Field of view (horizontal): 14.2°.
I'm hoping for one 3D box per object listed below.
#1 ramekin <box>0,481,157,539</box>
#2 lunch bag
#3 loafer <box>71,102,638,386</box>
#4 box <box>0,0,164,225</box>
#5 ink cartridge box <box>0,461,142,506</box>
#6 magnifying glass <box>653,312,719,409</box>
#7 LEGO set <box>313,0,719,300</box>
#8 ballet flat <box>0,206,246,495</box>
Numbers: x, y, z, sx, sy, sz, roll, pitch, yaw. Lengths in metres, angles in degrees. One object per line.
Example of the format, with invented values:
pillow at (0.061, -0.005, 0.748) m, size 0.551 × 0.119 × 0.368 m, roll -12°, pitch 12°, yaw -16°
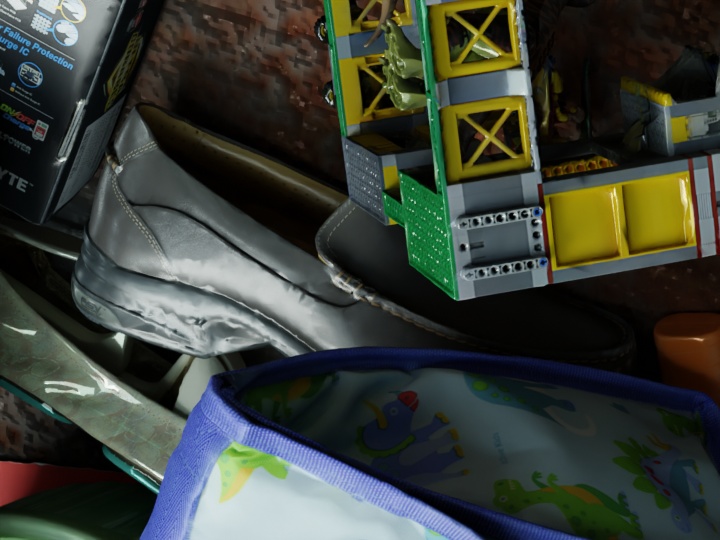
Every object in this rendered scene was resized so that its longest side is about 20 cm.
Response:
ramekin at (-0.101, 0.174, 1.062) m, size 0.199 × 0.098 × 0.202 m, roll 4°, pitch 102°, yaw 21°
lunch bag at (0.015, 0.119, 0.909) m, size 0.199 × 0.128 × 0.171 m, roll 12°, pitch 118°, yaw -23°
loafer at (0.000, 0.000, 0.975) m, size 0.198 × 0.073 × 0.073 m, roll 13°, pitch 113°, yaw 7°
box at (-0.161, -0.130, 0.986) m, size 0.199 × 0.046 × 0.160 m, roll 29°, pitch 125°, yaw 6°
ink cartridge box at (-0.082, 0.175, 1.122) m, size 0.160 × 0.050 × 0.201 m, roll 3°, pitch 120°, yaw 21°
magnifying glass at (0.131, 0.107, 1.011) m, size 0.079 × 0.022 × 0.201 m, roll -2°, pitch 118°, yaw 24°
LEGO set at (0.060, -0.071, 0.863) m, size 0.115 × 0.200 × 0.155 m, roll -9°, pitch 94°, yaw -11°
ballet flat at (-0.081, 0.037, 1.037) m, size 0.199 × 0.067 × 0.063 m, roll 32°, pitch 102°, yaw 2°
